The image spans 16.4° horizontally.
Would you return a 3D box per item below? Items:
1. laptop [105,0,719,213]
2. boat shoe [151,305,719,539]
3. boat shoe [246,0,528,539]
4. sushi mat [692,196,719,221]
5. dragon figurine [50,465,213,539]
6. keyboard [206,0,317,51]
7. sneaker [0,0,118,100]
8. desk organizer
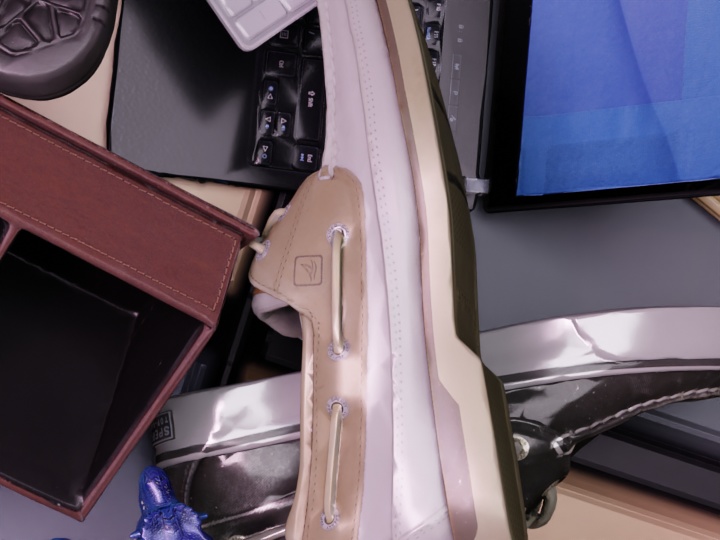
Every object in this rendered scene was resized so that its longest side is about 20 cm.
[{"bbox_3d":[0.028,-0.115,0.804,0.199,0.103,0.178,7,81,-9],"label":"laptop"},{"bbox_3d":[0.035,0.055,0.803,0.199,0.071,0.064,-12,83,-3],"label":"boat shoe"},{"bbox_3d":[0.000,0.000,0.740,0.068,0.075,0.201,-12,68,8],"label":"boat shoe"},{"bbox_3d":[0.189,-0.025,0.865,0.200,0.012,0.096,38,77,-3],"label":"sushi mat"},{"bbox_3d":[-0.047,0.159,0.754,0.059,0.099,0.201,-20,90,-11],"label":"dragon figurine"},{"bbox_3d":[-0.074,-0.163,0.780,0.056,0.011,0.200,-38,95,-39],"label":"keyboard"},{"bbox_3d":[-0.116,-0.122,0.755,0.060,0.104,0.201,-21,69,-7],"label":"sneaker"},{"bbox_3d":[-0.137,-0.011,0.697,0.199,0.072,0.077,28,55,-21],"label":"desk organizer"}]
